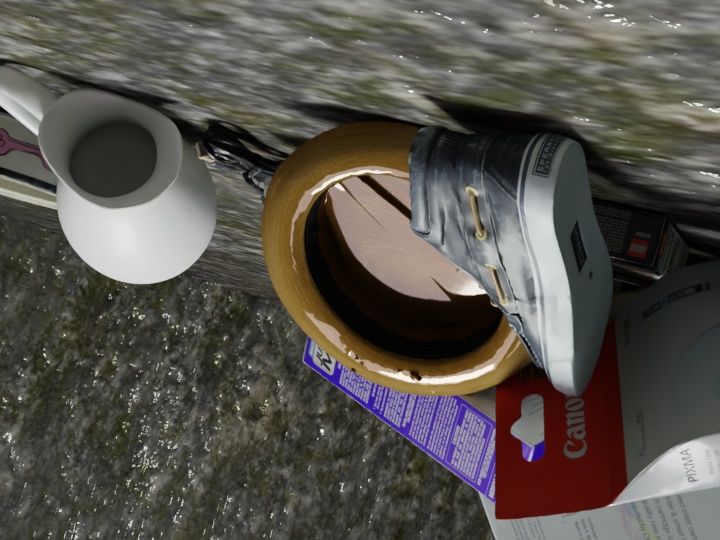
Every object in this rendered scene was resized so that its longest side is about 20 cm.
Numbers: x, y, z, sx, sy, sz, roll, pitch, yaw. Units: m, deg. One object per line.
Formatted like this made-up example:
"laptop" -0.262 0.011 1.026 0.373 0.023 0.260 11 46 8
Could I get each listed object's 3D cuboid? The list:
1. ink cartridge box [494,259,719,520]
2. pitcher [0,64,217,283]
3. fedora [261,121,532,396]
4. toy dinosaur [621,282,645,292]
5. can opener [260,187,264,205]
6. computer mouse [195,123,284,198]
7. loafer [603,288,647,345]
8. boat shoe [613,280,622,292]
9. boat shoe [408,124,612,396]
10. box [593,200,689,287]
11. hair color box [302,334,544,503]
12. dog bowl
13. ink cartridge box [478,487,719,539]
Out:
"ink cartridge box" 0.173 0.065 0.968 0.200 0.160 0.047 -11 124 13
"pitcher" -0.195 -0.077 1.224 0.171 0.121 0.200 35 168 13
"fedora" 0.037 -0.017 1.023 0.200 0.201 0.082 15 -146 9
"toy dinosaur" 0.199 0.063 1.198 0.200 0.102 0.136 15 -156 27
"can opener" 0.000 0.000 1.255 0.200 0.063 0.079 54 -176 4
"computer mouse" -0.029 -0.047 1.150 0.200 0.044 0.110 35 -178 35
"loafer" 0.235 0.045 1.089 0.200 0.068 0.076 -6 169 -6
"boat shoe" 0.098 -0.005 1.207 0.200 0.071 0.064 11 -143 16
"boat shoe" 0.087 -0.008 0.924 0.091 0.071 0.200 12 143 25
"box" 0.115 -0.031 1.095 0.200 0.035 0.110 14 175 20
"hair color box" 0.069 0.074 1.113 0.200 0.065 0.109 36 -143 31
"dog bowl" -0.298 -0.107 1.347 0.200 0.074 0.200 16 176 1
"ink cartridge box" 0.209 0.172 1.184 0.200 0.146 0.145 -20 174 16
